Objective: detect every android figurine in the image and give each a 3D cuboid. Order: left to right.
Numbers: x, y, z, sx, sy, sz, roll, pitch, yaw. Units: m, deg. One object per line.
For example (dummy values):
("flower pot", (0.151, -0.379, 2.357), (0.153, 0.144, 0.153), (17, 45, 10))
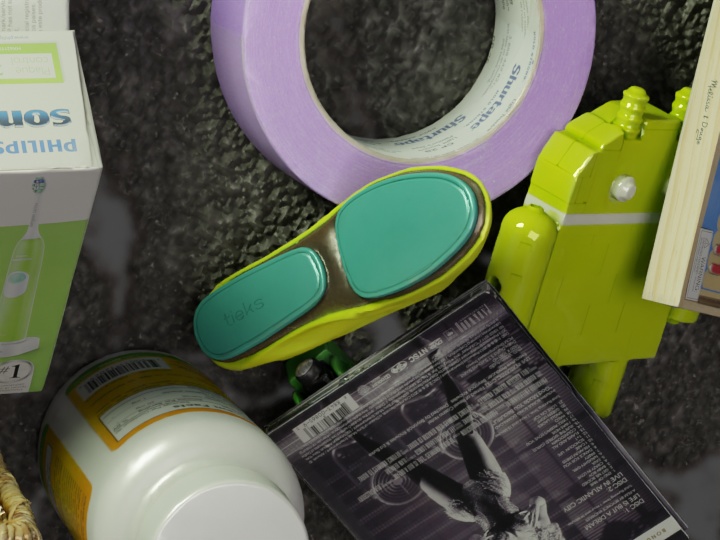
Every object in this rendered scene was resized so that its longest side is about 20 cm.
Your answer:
("android figurine", (0.136, -0.009, 1.363), (0.181, 0.041, 0.201), (0, 116, -45))

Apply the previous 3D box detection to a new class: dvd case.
("dvd case", (0.065, 0.116, 1.342), (0.148, 0.016, 0.200), (-34, 114, 14))

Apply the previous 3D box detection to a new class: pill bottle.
("pill bottle", (-0.093, 0.117, 1.259), (0.110, 0.200, 0.112), (-4, 104, -18))

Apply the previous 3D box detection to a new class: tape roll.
("tape roll", (0.023, -0.130, 1.316), (0.199, 0.066, 0.201), (-5, 105, -19))

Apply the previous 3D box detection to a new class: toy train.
("toy train", (0.031, 0.110, 1.380), (0.042, 0.056, 0.200), (-41, 114, 10))

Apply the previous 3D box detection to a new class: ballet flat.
("ballet flat", (0.000, 0.000, 1.296), (0.067, 0.199, 0.067), (11, 58, -52))

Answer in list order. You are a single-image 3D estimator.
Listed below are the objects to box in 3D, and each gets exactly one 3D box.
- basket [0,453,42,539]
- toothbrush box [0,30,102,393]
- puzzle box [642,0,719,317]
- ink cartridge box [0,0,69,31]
("basket", (-0.263, 0.133, 1.204), (0.142, 0.200, 0.149), (28, 95, -21))
("toothbrush box", (-0.215, -0.022, 1.187), (0.145, 0.200, 0.086), (-3, 59, -18))
("puzzle box", (0.222, -0.070, 1.377), (0.133, 0.025, 0.201), (11, 93, -54))
("ink cartridge box", (-0.248, -0.146, 1.205), (0.199, 0.084, 0.145), (-3, 103, -19))
